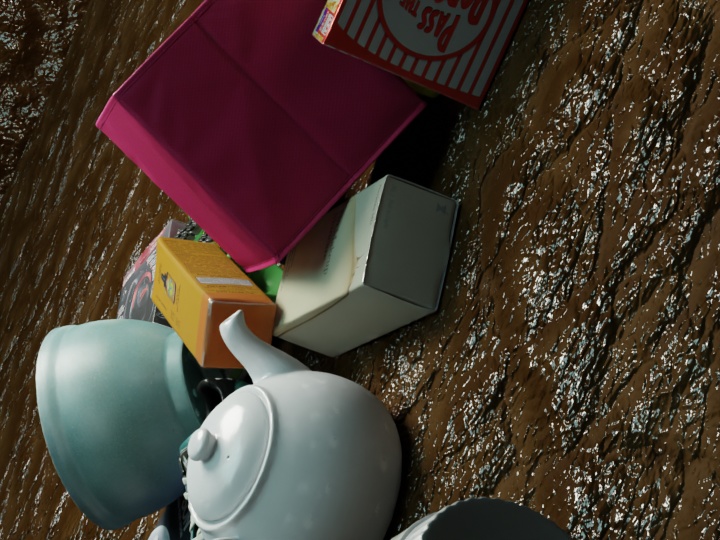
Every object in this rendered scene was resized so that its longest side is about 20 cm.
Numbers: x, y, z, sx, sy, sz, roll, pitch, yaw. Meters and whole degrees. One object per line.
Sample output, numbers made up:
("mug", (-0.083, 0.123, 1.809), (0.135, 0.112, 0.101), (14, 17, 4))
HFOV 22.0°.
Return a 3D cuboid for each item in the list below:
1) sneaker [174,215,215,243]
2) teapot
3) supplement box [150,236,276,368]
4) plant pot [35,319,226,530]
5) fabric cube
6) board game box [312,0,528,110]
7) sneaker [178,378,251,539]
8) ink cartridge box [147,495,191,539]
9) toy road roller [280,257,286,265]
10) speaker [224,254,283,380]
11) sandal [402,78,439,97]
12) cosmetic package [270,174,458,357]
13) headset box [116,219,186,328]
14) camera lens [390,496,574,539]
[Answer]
("sneaker", (-0.147, -0.039, 1.990), (0.078, 0.085, 0.200), (-15, 32, 27))
("teapot", (-0.072, 0.165, 1.468), (0.198, 0.146, 0.200), (-62, 31, 7))
("supplement box", (-0.139, 0.028, 1.700), (0.200, 0.068, 0.067), (-140, 56, -62))
("plant pot", (-0.201, 0.131, 1.758), (0.134, 0.201, 0.201), (-18, 42, 15))
("fabric cube", (-0.092, -0.139, 1.643), (0.200, 0.199, 0.196), (-47, 6, -11))
("board game box", (0.069, -0.255, 1.535), (0.201, 0.151, 0.046), (-66, 20, 11))
("sneaker", (-0.127, 0.186, 1.602), (0.071, 0.080, 0.201), (-39, 36, 50))
("ink cartridge box", (-0.155, 0.273, 1.762), (0.201, 0.043, 0.198), (-60, 22, 21))
("toy road roller", (-0.086, -0.107, 1.851), (0.146, 0.123, 0.200), (-53, 22, 3))
("speaker", (-0.145, 0.078, 1.863), (0.200, 0.088, 0.089), (-58, 23, 28))
("sandal", (0.048, -0.233, 1.691), (0.087, 0.079, 0.200), (-58, 31, 18))
("cosmetic package", (0.000, 0.000, 1.583), (0.200, 0.073, 0.104), (-31, 42, 61))
("headset box", (-0.223, 0.051, 2.099), (0.149, 0.075, 0.201), (-45, 32, 48))
("camera lens", (0.044, 0.247, 1.104), (0.200, 0.159, 0.161), (-51, 27, 42))
